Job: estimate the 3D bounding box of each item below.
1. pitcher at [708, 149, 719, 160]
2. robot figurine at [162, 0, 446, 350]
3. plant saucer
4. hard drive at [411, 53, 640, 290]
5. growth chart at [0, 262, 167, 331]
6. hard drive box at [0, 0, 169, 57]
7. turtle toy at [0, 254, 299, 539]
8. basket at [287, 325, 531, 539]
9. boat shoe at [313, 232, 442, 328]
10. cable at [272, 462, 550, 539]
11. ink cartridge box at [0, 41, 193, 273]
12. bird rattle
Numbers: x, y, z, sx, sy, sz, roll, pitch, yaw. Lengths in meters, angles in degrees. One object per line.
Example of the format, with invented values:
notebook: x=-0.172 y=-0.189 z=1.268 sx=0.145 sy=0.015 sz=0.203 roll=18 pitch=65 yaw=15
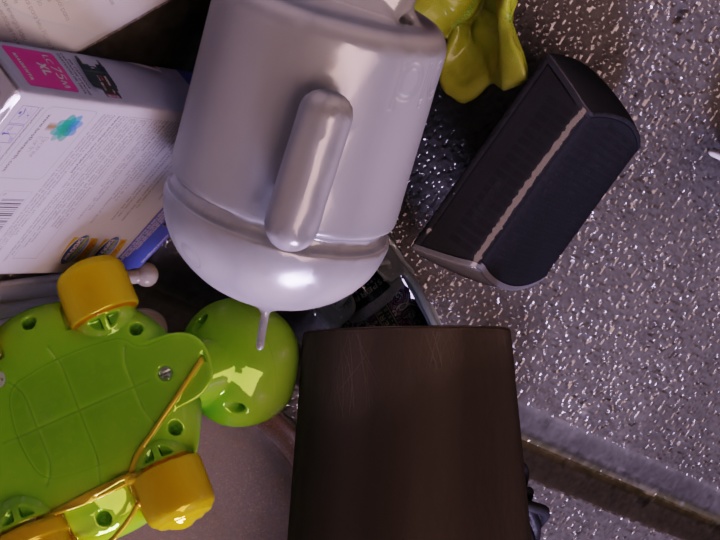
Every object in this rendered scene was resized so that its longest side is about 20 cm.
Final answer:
pitcher: x=0.337 y=-0.067 z=1.111 sx=0.199 sy=0.122 sz=0.172 roll=-29 pitch=149 yaw=2
robot figurine: x=-0.028 y=-0.067 z=0.811 sx=0.112 sy=0.170 sz=0.202 roll=15 pitch=109 yaw=-5
plant saucer: x=-0.106 y=0.154 z=0.966 sx=0.198 sy=0.032 sz=0.202 roll=0 pitch=98 yaw=-4
hard drive: x=0.101 y=-0.048 z=0.957 sx=0.135 sy=0.042 sz=0.200 roll=-54 pitch=165 yaw=9
growth chart: x=-0.185 y=0.086 z=0.960 sx=0.144 sy=0.018 sz=0.202 roll=0 pitch=117 yaw=-30
hard drive box: x=-0.161 y=-0.178 z=0.781 sx=0.199 sy=0.077 sz=0.157 roll=-30 pitch=128 yaw=-10
turtle toy: x=-0.125 y=0.072 z=0.888 sx=0.198 sy=0.147 sz=0.101 roll=-22 pitch=169 yaw=-3
basket: x=0.025 y=0.131 z=0.900 sx=0.180 sy=0.135 sz=0.202 roll=5 pitch=82 yaw=-60
boat shoe: x=0.000 y=0.001 z=0.977 sx=0.070 sy=0.072 sz=0.201 roll=-39 pitch=129 yaw=-3
cable: x=0.032 y=0.158 z=1.039 sx=0.163 sy=0.051 sz=0.201 roll=-34 pitch=120 yaw=-5
ink cartridge box: x=-0.142 y=-0.050 z=0.839 sx=0.119 sy=0.042 sz=0.199 roll=-46 pitch=157 yaw=22
bird rattle: x=0.021 y=-0.182 z=0.870 sx=0.161 sy=0.113 sz=0.201 roll=-13 pitch=122 yaw=-1
